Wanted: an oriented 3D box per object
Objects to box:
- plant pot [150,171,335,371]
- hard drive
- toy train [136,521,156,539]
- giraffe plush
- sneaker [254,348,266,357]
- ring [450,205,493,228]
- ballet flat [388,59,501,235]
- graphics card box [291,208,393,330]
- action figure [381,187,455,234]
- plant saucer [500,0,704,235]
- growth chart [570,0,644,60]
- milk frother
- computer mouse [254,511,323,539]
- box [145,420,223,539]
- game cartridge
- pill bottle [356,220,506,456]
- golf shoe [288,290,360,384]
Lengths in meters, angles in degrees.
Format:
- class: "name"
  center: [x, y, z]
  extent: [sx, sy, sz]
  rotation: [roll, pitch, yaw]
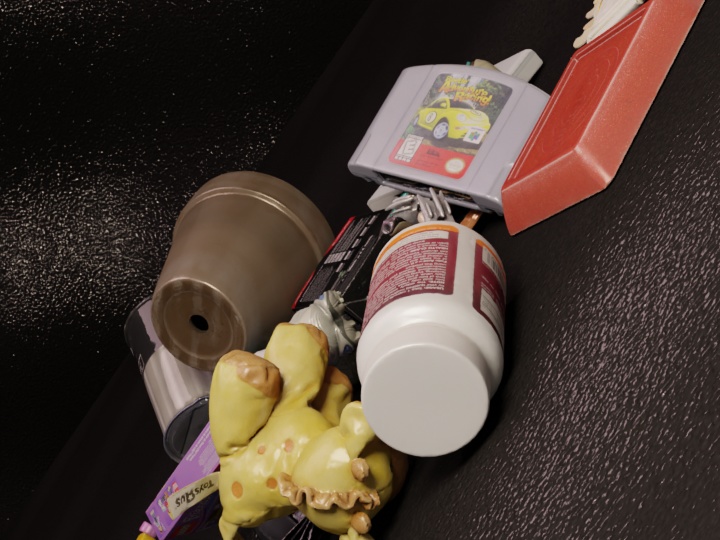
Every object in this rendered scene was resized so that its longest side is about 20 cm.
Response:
- class: "plant pot"
  center: [-0.145, 0.018, 1.978]
  extent: [0.200, 0.200, 0.174]
  rotation: [-48, 3, 38]
- class: "hard drive"
  center: [0.099, -0.144, 1.881]
  extent: [0.200, 0.027, 0.132]
  rotation: [-51, 15, -27]
- class: "toy train"
  center: [-0.278, 0.385, 2.120]
  extent: [0.151, 0.055, 0.200]
  rotation: [-56, 7, 12]
- class: "giraffe plush"
  center: [-0.034, 0.150, 1.438]
  extent: [0.161, 0.174, 0.200]
  rotation: [7, 41, 40]
- class: "sneaker"
  center: [-0.105, 0.114, 1.941]
  extent: [0.200, 0.074, 0.082]
  rotation: [-43, 21, 51]
- class: "ring"
  center: [0.105, -0.064, 1.777]
  extent: [0.201, 0.019, 0.201]
  rotation: [-54, 10, 14]
- class: "ballet flat"
  center: [0.094, -0.112, 1.742]
  extent: [0.201, 0.069, 0.069]
  rotation: [-63, 11, -11]
- class: "graphics card box"
  center: [0.000, 0.000, 1.862]
  extent: [0.126, 0.051, 0.200]
  rotation: [-56, 10, -12]
- class: "action figure"
  center: [0.053, 0.006, 1.614]
  extent: [0.200, 0.069, 0.132]
  rotation: [122, 146, -66]
- class: "plant saucer"
  center: [0.196, -0.139, 1.527]
  extent: [0.201, 0.037, 0.200]
  rotation: [-61, 12, -19]
- class: "growth chart"
  center: [0.264, -0.292, 1.719]
  extent: [0.145, 0.018, 0.201]
  rotation: [-42, 18, 57]
- class: "milk frother"
  center: [-0.154, 0.120, 2.131]
  extent: [0.199, 0.181, 0.189]
  rotation: [-30, 48, 3]
- class: "computer mouse"
  center: [-0.061, 0.206, 1.639]
  extent: [0.139, 0.052, 0.200]
  rotation: [-59, 10, -6]
- class: "box"
  center: [-0.110, 0.182, 1.718]
  extent: [0.136, 0.039, 0.200]
  rotation: [-13, -28, -39]
- class: "game cartridge"
  center: [0.092, -0.129, 1.681]
  extent: [0.199, 0.041, 0.134]
  rotation: [16, 65, 40]
- class: "pill bottle"
  center: [0.056, 0.052, 1.389]
  extent: [0.114, 0.114, 0.200]
  rotation: [-52, 11, 24]
- class: "golf shoe"
  center: [-0.052, 0.079, 1.729]
  extent: [0.097, 0.079, 0.200]
  rotation: [-29, -17, -7]
